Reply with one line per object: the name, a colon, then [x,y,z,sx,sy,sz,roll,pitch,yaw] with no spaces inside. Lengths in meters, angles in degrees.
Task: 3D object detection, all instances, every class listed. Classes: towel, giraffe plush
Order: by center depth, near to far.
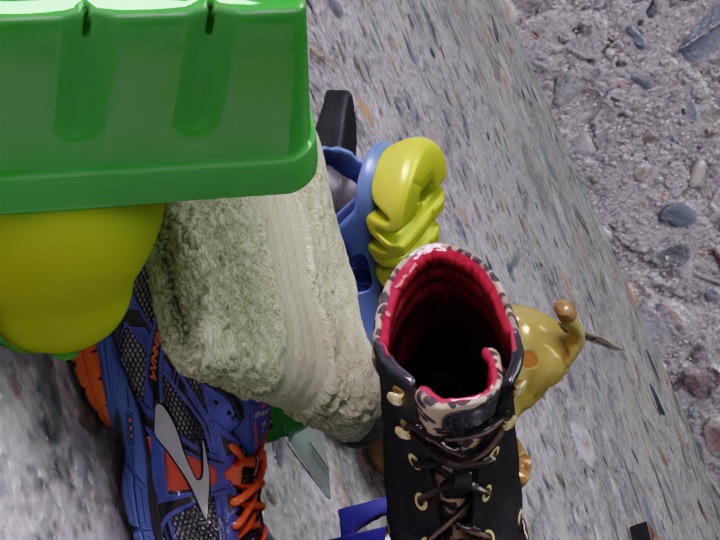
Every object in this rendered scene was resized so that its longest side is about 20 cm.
towel: [-0.053,-0.026,0.778,0.148,0.036,0.202,28,42,-50]
giraffe plush: [0.066,0.098,1.168,0.173,0.198,0.164,70,37,-72]

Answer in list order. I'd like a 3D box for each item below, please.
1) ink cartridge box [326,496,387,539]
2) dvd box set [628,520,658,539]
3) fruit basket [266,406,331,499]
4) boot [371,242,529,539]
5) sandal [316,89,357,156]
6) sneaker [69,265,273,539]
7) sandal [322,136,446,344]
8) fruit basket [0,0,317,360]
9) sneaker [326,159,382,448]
ink cartridge box: [0.018,0.198,0.820,0.201,0.135,0.077,-92,163,-53]
dvd box set: [0.398,0.431,2.130,0.147,0.029,0.201,-96,159,-46]
fruit basket: [-0.067,0.014,0.925,0.200,0.093,0.187,-119,-177,-72]
boot: [0.043,0.101,0.732,0.201,0.072,0.152,-90,176,-46]
sandal: [-0.036,-0.052,1.147,0.201,0.047,0.076,-79,166,-55]
sneaker: [-0.071,0.083,0.772,0.075,0.078,0.202,-31,100,-75]
sandal: [0.000,0.000,0.990,0.080,0.086,0.202,-48,149,-48]
fruit basket: [-0.121,-0.067,0.657,0.216,0.214,0.157,43,29,-60]
sneaker: [0.009,0.026,1.067,0.076,0.078,0.202,-59,150,-61]
